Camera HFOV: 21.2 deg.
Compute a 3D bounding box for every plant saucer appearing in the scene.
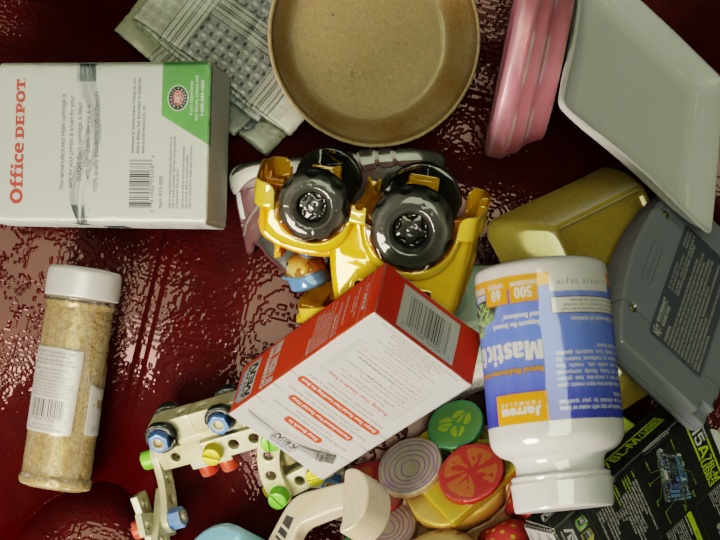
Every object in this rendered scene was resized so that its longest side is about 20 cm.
[{"bbox_3d":[0.227,0.012,1.703,0.200,0.048,0.201,-25,86,-45],"label":"plant saucer"},{"bbox_3d":[0.152,-0.195,1.698,0.051,0.201,0.201,11,87,1],"label":"plant saucer"},{"bbox_3d":[0.010,-0.212,1.755,0.199,0.035,0.201,-1,92,-14],"label":"plant saucer"}]

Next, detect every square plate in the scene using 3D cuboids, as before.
[{"bbox_3d":[0.245,-0.155,1.700,0.198,0.028,0.201,38,44,-27],"label":"square plate"}]

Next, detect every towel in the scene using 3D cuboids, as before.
[{"bbox_3d":[-0.097,-0.235,1.782,0.192,0.035,0.200,39,88,1],"label":"towel"}]

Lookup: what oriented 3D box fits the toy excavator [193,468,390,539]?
[{"bbox_3d":[-0.084,0.255,1.685,0.194,0.100,0.201,11,74,43],"label":"toy excavator"}]

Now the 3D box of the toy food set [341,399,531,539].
[{"bbox_3d":[0.072,0.213,1.684,0.200,0.049,0.198,-40,46,-9],"label":"toy food set"}]

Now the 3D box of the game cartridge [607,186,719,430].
[{"bbox_3d":[0.272,0.026,1.677,0.133,0.042,0.200,39,48,-14],"label":"game cartridge"}]

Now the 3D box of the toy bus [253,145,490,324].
[{"bbox_3d":[0.000,0.000,1.670,0.199,0.136,0.193,11,107,4],"label":"toy bus"}]

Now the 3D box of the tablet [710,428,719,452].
[{"bbox_3d":[0.245,0.227,1.769,0.199,0.014,0.131,-11,87,-1],"label":"tablet"}]

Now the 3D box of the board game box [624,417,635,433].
[{"bbox_3d":[0.193,0.225,1.716,0.101,0.048,0.200,35,73,3],"label":"board game box"}]

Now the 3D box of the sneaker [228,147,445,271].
[{"bbox_3d":[-0.017,-0.050,1.760,0.199,0.076,0.116,-5,92,10],"label":"sneaker"}]

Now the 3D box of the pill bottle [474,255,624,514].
[{"bbox_3d":[0.156,0.095,1.573,0.111,0.112,0.201,-5,80,-1],"label":"pill bottle"}]

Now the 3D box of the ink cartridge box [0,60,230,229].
[{"bbox_3d":[-0.224,-0.111,1.736,0.199,0.083,0.147,2,87,9],"label":"ink cartridge box"}]

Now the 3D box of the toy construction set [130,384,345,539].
[{"bbox_3d":[-0.124,0.177,1.737,0.199,0.092,0.132,-23,112,6],"label":"toy construction set"}]

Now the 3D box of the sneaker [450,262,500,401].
[{"bbox_3d":[0.064,0.058,1.754,0.200,0.074,0.119,-16,73,6],"label":"sneaker"}]

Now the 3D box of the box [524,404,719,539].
[{"bbox_3d":[0.253,0.245,1.676,0.193,0.047,0.201,-38,114,-29],"label":"box"}]

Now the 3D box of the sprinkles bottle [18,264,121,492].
[{"bbox_3d":[-0.263,0.097,1.745,0.068,0.068,0.201,8,87,0],"label":"sprinkles bottle"}]

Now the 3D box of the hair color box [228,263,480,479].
[{"bbox_3d":[-0.006,0.088,1.627,0.111,0.064,0.200,37,131,-21],"label":"hair color box"}]
